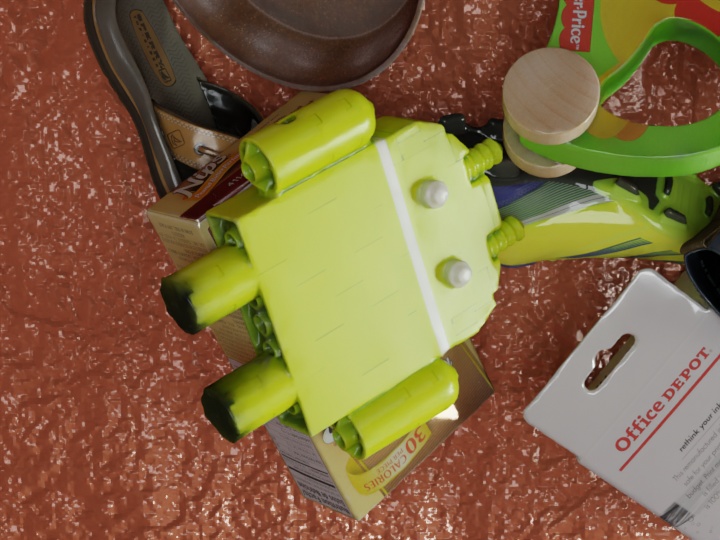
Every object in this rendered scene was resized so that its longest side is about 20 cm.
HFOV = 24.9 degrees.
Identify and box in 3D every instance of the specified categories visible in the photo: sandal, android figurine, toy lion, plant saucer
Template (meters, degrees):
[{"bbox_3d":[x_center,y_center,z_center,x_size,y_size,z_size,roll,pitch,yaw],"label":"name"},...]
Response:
[{"bbox_3d":[-0.079,-0.076,0.879,0.055,0.082,0.200,-22,96,27],"label":"sandal"},{"bbox_3d":[0.000,0.000,0.815,0.200,0.041,0.182,-28,114,-27],"label":"android figurine"},{"bbox_3d":[0.176,-0.142,0.831,0.191,0.069,0.200,6,73,7],"label":"toy lion"},{"bbox_3d":[-0.040,-0.187,0.814,0.200,0.034,0.200,25,135,27],"label":"plant saucer"}]

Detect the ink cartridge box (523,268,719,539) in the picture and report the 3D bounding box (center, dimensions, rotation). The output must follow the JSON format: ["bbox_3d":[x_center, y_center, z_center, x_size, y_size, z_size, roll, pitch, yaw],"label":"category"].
[{"bbox_3d":[0.199,0.084,0.920,0.200,0.068,0.116,35,105,-11],"label":"ink cartridge box"}]

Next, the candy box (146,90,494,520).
[{"bbox_3d":[-0.016,0.019,0.866,0.115,0.055,0.200,-40,120,-25],"label":"candy box"}]

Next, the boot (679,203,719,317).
[{"bbox_3d":[0.247,0.039,0.865,0.097,0.075,0.200,-32,86,-33],"label":"boot"}]

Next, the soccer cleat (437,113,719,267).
[{"bbox_3d":[0.117,-0.031,0.912,0.200,0.065,0.084,12,133,-8],"label":"soccer cleat"}]
